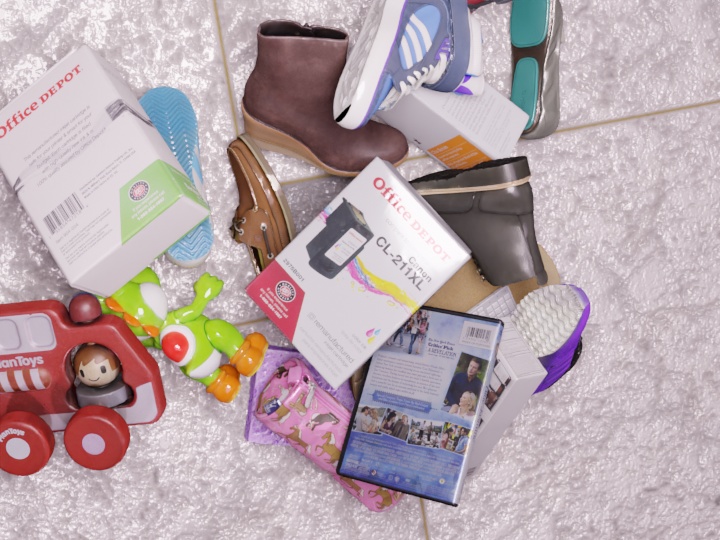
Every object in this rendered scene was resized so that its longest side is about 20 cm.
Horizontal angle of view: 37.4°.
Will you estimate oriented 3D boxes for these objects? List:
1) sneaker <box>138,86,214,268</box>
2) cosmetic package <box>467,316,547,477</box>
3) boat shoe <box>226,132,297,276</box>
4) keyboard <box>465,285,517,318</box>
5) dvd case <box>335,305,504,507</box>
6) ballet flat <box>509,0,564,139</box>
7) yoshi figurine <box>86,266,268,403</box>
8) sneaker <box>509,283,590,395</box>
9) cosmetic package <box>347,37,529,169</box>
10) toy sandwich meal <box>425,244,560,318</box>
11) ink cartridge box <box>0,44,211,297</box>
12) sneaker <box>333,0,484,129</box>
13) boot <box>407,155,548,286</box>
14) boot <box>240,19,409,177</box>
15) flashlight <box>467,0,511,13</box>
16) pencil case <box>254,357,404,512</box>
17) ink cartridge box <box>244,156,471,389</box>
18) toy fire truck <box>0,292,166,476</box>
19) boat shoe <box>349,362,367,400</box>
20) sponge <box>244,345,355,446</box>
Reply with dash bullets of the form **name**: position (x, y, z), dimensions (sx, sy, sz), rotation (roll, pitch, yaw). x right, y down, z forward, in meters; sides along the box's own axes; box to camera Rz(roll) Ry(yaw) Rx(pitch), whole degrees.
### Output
- **sneaker**: position (-0.206, -0.100, 1.159), dimensions (0.075, 0.081, 0.203), rotation (-8, 79, -12)
- **cosmetic package**: position (0.130, 0.150, 1.211), dimensions (0.050, 0.083, 0.201), rotation (-6, 140, -32)
- **boat shoe**: position (-0.111, -0.050, 1.188), dimensions (0.067, 0.072, 0.202), rotation (-26, 102, -11)
- **keyboard**: position (0.100, 0.094, 1.219), dimensions (0.199, 0.011, 0.057), rotation (-35, 116, -10)
- **dvd case**: position (0.063, 0.136, 1.138), dimensions (0.141, 0.018, 0.203), rotation (9, 74, 27)
- **ballet flat**: position (0.212, -0.257, 1.263), dimensions (0.063, 0.067, 0.203), rotation (-2, 99, -42)
- **yoshi figurine**: position (-0.204, 0.053, 1.166), dimensions (0.199, 0.112, 0.113), rotation (34, 68, -19)
- **sneaker**: position (0.217, 0.076, 1.202), dimensions (0.098, 0.201, 0.070), rotation (-12, 59, -31)
- **cosmetic package**: position (0.079, -0.193, 1.199), dimensions (0.199, 0.101, 0.072), rotation (35, 72, -15)
- **toy sandwich meal**: position (0.138, 0.038, 1.271), dimensions (0.202, 0.070, 0.208), rotation (-4, 109, -13)
- **ink cartridge box**: position (-0.268, -0.100, 1.077), dimensions (0.145, 0.084, 0.201), rotation (-37, 73, 6)
- **sneaker**: position (0.065, -0.202, 1.087), dimensions (0.145, 0.080, 0.202), rotation (28, 61, -18)
- **boot**: position (0.108, -0.041, 1.186), dimensions (0.077, 0.198, 0.140), rotation (-25, 104, -45)
- **boot**: position (-0.028, -0.184, 1.149), dimensions (0.197, 0.167, 0.073), rotation (7, 53, -10)
- **flashlight**: position (0.118, -0.308, 1.151), dimensions (0.068, 0.200, 0.068), rotation (-40, 103, -6)
- **pencil case**: position (-0.027, 0.188, 1.201), dimensions (0.200, 0.086, 0.083), rotation (42, 88, -18)
- **ink cartridge box**: position (0.000, 0.000, 1.126), dimensions (0.200, 0.083, 0.146), rotation (-45, 86, 6)
- **toy fire truck**: position (-0.308, 0.108, 1.099), dimensions (0.197, 0.112, 0.170), rotation (-6, 113, 7)
- **boat shoe**: position (0.015, 0.057, 1.229), dimensions (0.071, 0.067, 0.203), rotation (3, 89, -24)
- **sponge**: position (-0.033, 0.154, 1.255), dimensions (0.197, 0.030, 0.113), rotation (8, 95, -16)
